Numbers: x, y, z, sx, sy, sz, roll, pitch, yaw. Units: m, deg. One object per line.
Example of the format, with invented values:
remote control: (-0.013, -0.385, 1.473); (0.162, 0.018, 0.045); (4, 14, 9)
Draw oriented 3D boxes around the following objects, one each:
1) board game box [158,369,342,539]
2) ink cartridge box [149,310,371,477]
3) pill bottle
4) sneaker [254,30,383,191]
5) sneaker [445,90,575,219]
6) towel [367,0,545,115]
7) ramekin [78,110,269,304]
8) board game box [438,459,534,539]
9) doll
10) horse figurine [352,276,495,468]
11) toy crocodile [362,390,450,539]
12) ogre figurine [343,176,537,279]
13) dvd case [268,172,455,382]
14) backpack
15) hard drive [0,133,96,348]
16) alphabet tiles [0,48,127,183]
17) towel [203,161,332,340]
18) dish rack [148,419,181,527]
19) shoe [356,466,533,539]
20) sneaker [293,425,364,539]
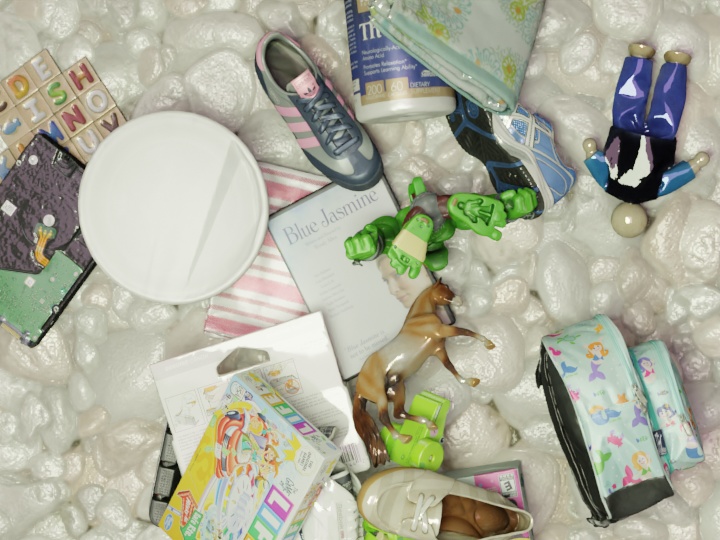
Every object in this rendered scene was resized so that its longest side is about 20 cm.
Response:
board game box: (-0.115, 0.222, 1.385); (0.134, 0.034, 0.202); (38, 114, 25)
ink cartridge box: (-0.106, 0.154, 1.465); (0.197, 0.045, 0.179); (-17, 92, 3)
pill bottle: (0.039, -0.262, 1.455); (0.109, 0.111, 0.203); (-6, 91, 6)
sneaker: (-0.049, -0.171, 1.465); (0.070, 0.082, 0.200); (-39, 78, -8)
sneaker: (0.157, -0.150, 1.476); (0.076, 0.076, 0.202); (-25, 80, -30)
towel: (0.107, -0.280, 1.407); (0.199, 0.048, 0.173); (32, 66, -30)
ramekin: (-0.194, -0.064, 1.461); (0.199, 0.094, 0.206); (0, 88, -1)
board game box: (0.121, 0.321, 1.491); (0.145, 0.064, 0.203); (-11, 91, 7)
doll: (0.306, -0.134, 1.464); (0.135, 0.048, 0.203); (12, 93, 6)
horse figurine: (0.054, 0.105, 1.430); (0.200, 0.050, 0.132); (-49, 49, -4)
toy crocodile: (0.048, 0.226, 1.438); (0.067, 0.061, 0.202); (11, 79, 44)
ogre figurine: (0.078, -0.050, 1.435); (0.199, 0.120, 0.099); (-35, 99, -4)
dvd case: (0.000, 0.000, 1.495); (0.141, 0.018, 0.202); (-27, 93, -4)
backpack: (0.263, 0.144, 1.415); (0.149, 0.178, 0.202); (-26, 79, 3)
hard drive: (-0.362, -0.033, 1.534); (0.139, 0.038, 0.201); (37, 96, -1)
alphabet tiles: (-0.364, -0.144, 1.552); (0.199, 0.008, 0.168); (-34, 88, 6)
towel: (-0.090, -0.013, 1.517); (0.144, 0.030, 0.203); (11, 93, 4)
dish rack: (-0.133, 0.232, 1.519); (0.197, 0.055, 0.156); (13, 94, 3)
shoe: (0.089, 0.241, 1.385); (0.198, 0.053, 0.071); (13, 84, -29)
sneaker: (-0.028, 0.260, 1.405); (0.080, 0.076, 0.202); (-20, 94, 13)
